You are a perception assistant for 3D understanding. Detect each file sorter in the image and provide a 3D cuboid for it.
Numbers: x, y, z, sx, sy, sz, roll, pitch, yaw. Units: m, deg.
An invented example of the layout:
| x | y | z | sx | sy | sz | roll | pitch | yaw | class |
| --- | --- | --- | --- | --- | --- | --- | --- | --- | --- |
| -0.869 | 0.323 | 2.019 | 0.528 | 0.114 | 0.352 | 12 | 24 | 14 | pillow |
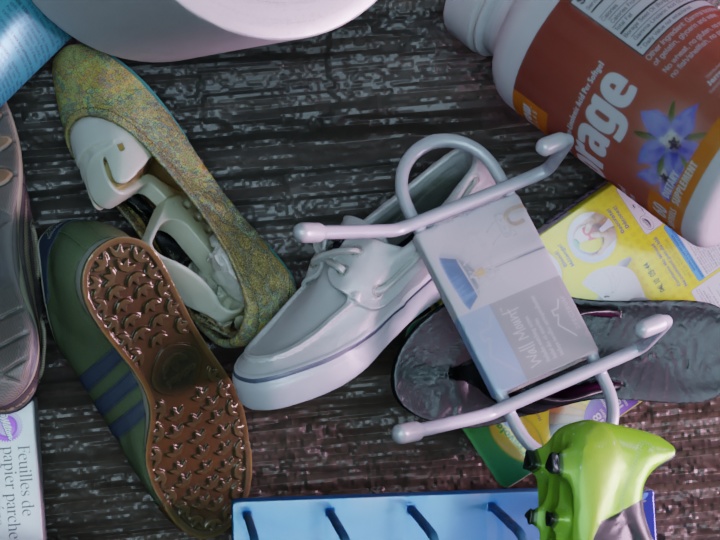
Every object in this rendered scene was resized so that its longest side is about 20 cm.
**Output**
| x | y | z | sx | sy | sz | roll | pitch | yaw | class |
| --- | --- | --- | --- | --- | --- | --- | --- | --- | --- |
| 0.035 | 0.197 | 1.181 | 0.199 | 0.123 | 0.139 | -1 | 94 | -6 | file sorter |

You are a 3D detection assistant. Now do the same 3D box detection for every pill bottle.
| x | y | z | sx | sy | sz | roll | pitch | yaw | class |
| --- | --- | --- | --- | --- | --- | --- | --- | --- | --- |
| 0.146 | -0.112 | 1.219 | 0.200 | 0.112 | 0.112 | 39 | 86 | 21 | pill bottle |

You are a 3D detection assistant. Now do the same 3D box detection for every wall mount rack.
| x | y | z | sx | sy | sz | roll | pitch | yaw | class |
| --- | --- | --- | --- | --- | --- | --- | --- | --- | --- |
| 0.060 | 0.013 | 1.159 | 0.173 | 0.075 | 0.200 | -22 | 75 | -19 | wall mount rack |

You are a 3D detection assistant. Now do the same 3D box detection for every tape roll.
| x | y | z | sx | sy | sz | roll | pitch | yaw | class |
| --- | --- | --- | --- | --- | --- | --- | --- | --- | --- |
| -0.082 | -0.216 | 1.170 | 0.202 | 0.139 | 0.204 | 1 | 89 | -34 | tape roll |

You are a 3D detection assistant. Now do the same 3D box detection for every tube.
| x | y | z | sx | sy | sz | roll | pitch | yaw | class |
| --- | --- | --- | --- | --- | --- | --- | --- | --- | --- |
| -0.195 | -0.129 | 1.205 | 0.050 | 0.078 | 0.200 | 29 | 66 | 29 | tube |

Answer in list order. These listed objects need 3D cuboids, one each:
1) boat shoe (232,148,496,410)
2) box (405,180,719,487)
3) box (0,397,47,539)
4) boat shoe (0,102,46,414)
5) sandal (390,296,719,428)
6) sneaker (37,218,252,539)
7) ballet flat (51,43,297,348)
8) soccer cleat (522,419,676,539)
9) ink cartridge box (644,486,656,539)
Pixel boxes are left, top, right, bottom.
| x | y | z | sx | sy | sz | roll | pitch | yaw | class |
| --- | --- | --- | --- | --- | --- | --- | --- | --- | --- |
| 0.000 | 0.000 | 1.225 | 0.200 | 0.073 | 0.066 | -39 | 122 | -29 | boat shoe |
| 0.132 | 0.026 | 1.275 | 0.200 | 0.048 | 0.118 | -34 | 93 | -8 | box |
| -0.195 | 0.172 | 1.242 | 0.039 | 0.041 | 0.201 | -4 | 91 | -7 | box |
| -0.216 | -0.011 | 1.226 | 0.074 | 0.073 | 0.201 | -7 | 69 | 0 | boat shoe |
| 0.116 | 0.045 | 1.225 | 0.200 | 0.048 | 0.076 | -6 | 91 | -6 | sandal |
| -0.125 | 0.053 | 1.237 | 0.067 | 0.090 | 0.201 | -33 | 123 | -21 | sneaker |
| -0.114 | -0.038 | 1.233 | 0.071 | 0.071 | 0.200 | -40 | 96 | -5 | ballet flat |
| 0.120 | 0.175 | 1.098 | 0.081 | 0.067 | 0.201 | 4 | 92 | -19 | soccer cleat |
| 0.071 | 0.177 | 1.267 | 0.199 | 0.044 | 0.094 | -5 | 92 | -6 | ink cartridge box |
